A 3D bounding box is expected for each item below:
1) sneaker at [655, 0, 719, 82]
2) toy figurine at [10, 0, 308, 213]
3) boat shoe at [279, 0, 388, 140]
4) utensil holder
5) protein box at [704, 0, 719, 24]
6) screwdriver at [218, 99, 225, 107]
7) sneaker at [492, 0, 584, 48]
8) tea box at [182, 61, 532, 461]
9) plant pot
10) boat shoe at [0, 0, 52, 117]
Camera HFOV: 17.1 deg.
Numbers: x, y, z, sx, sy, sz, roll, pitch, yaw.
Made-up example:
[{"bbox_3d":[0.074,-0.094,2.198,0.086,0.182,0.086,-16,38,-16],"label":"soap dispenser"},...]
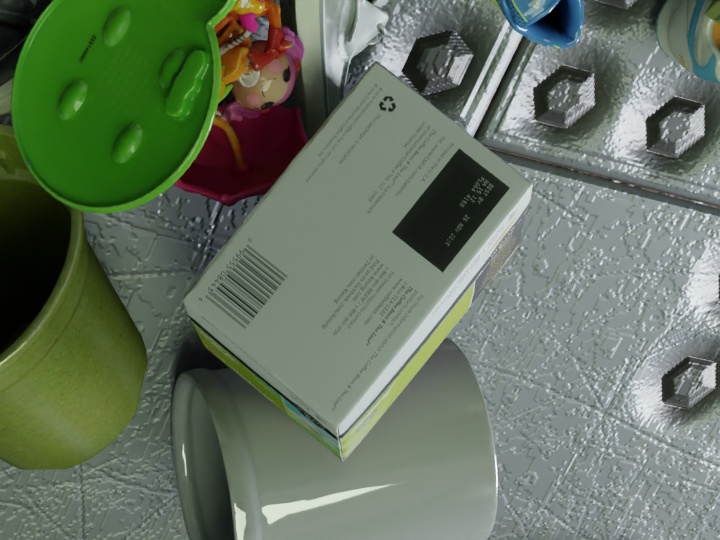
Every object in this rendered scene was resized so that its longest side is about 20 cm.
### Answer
[{"bbox_3d":[0.284,-0.220,1.646,0.076,0.081,0.201,19,105,-29],"label":"sneaker"},{"bbox_3d":[-0.093,-0.118,1.500,0.201,0.150,0.184,-59,152,8],"label":"toy figurine"},{"bbox_3d":[-0.014,-0.175,1.575,0.071,0.070,0.202,-7,123,-12],"label":"boat shoe"},{"bbox_3d":[-0.020,0.141,1.730,0.199,0.170,0.171,-8,125,-17],"label":"utensil holder"},{"bbox_3d":[0.366,-0.214,1.540,0.198,0.135,0.201,31,73,-5],"label":"protein box"},{"bbox_3d":[-0.102,-0.153,1.539,0.029,0.028,0.200,-42,159,-21],"label":"screwdriver"},{"bbox_3d":[0.095,-0.223,1.561,0.076,0.105,0.200,-37,128,7],"label":"sneaker"},{"bbox_3d":[0.000,0.000,1.570,0.200,0.133,0.197,-50,171,-9],"label":"tea box"},{"bbox_3d":[-0.235,0.036,1.573,0.200,0.201,0.184,-32,144,3],"label":"plant pot"},{"bbox_3d":[-0.178,-0.167,1.532,0.200,0.068,0.072,-37,169,12],"label":"boat shoe"}]
